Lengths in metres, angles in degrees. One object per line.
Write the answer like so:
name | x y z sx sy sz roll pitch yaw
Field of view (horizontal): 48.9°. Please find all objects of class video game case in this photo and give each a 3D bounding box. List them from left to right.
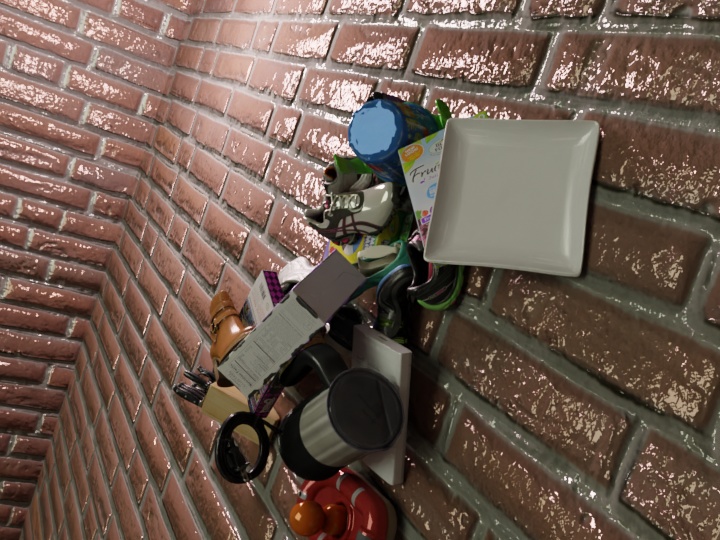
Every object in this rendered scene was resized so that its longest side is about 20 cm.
video game case | -0.174 0.132 1.426 0.182 0.036 0.200 -59 39 36

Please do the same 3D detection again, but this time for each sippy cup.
sippy cup | 0.048 -0.207 1.237 0.139 0.130 0.178 35 102 22

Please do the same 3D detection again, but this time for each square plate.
square plate | 0.191 -0.095 1.000 0.197 0.028 0.201 6 77 23

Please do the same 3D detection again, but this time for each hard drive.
hard drive | 0.026 0.194 1.165 0.132 0.027 0.201 25 116 55

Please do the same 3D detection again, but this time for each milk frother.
milk frother | -0.077 0.224 1.101 0.200 0.181 0.188 -45 0 -37

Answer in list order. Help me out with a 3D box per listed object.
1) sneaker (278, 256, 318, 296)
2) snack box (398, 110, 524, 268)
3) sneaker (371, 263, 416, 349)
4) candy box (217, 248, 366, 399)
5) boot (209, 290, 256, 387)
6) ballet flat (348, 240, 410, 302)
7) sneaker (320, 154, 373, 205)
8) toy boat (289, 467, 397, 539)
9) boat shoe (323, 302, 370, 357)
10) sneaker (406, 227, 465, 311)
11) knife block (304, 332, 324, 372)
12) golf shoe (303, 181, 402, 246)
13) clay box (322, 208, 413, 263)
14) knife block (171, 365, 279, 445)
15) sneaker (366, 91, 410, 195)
sneaker | -0.122 0.026 1.479 0.200 0.099 0.078 0 111 61
snack box | 0.140 -0.116 1.101 0.142 0.053 0.200 -22 49 13
sneaker | 0.055 0.085 1.204 0.083 0.071 0.200 42 118 52
candy box | -0.102 0.080 1.193 0.200 0.072 0.168 -45 1 31
boot | -0.226 0.103 1.422 0.200 0.076 0.156 122 142 -54
ballet flat | 0.000 0.000 1.252 0.199 0.070 0.067 -22 33 22
sneaker | -0.040 -0.162 1.455 0.200 0.079 0.074 134 142 -63
toy boat | -0.045 0.366 1.166 0.200 0.130 0.131 22 95 60
boat shoe | -0.026 0.084 1.302 0.062 0.075 0.200 -54 4 6
sneaker | 0.113 -0.045 1.141 0.077 0.084 0.201 -14 62 56
knife block | -0.140 0.168 1.480 0.176 0.064 0.200 -61 33 24
golf shoe | -0.013 -0.095 1.289 0.200 0.088 0.077 -27 50 48
clay box | 0.011 -0.057 1.361 0.200 0.047 0.115 13 87 61
knife block | -0.271 0.261 1.559 0.200 0.175 0.064 42 113 58
sneaker | 0.034 -0.211 1.357 0.076 0.087 0.201 -26 55 52
